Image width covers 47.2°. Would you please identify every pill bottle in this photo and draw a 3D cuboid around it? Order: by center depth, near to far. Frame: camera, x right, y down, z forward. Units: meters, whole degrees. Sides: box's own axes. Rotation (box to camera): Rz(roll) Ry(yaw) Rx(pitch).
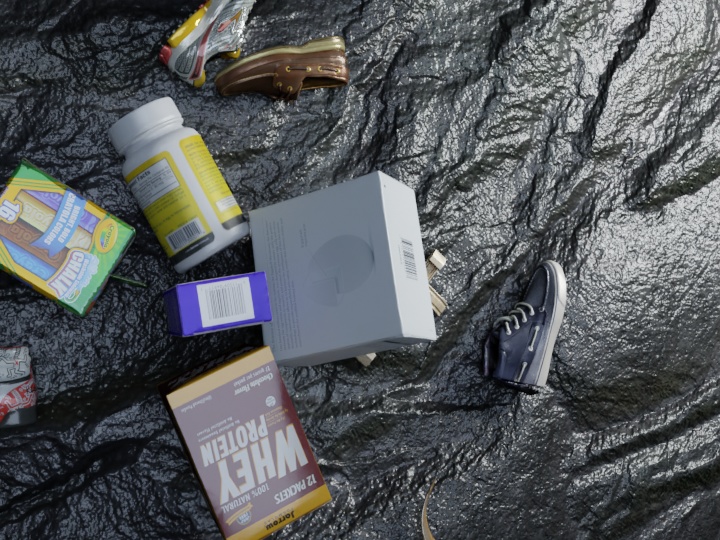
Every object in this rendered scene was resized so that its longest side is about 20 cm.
[{"bbox_3d":[-0.236,-0.111,1.067,0.113,0.114,0.203,-30,95,-17],"label":"pill bottle"}]

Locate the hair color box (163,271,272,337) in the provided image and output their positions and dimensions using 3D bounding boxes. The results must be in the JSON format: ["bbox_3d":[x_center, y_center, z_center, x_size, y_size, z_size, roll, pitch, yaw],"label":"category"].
[{"bbox_3d":[-0.183,0.044,1.028,0.107,0.199,0.067,-9,91,-17],"label":"hair color box"}]

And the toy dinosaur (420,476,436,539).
[{"bbox_3d":[0.105,0.414,1.181,0.106,0.060,0.203,-37,104,-41],"label":"toy dinosaur"}]

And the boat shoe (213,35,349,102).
[{"bbox_3d":[-0.104,-0.270,1.141,0.196,0.072,0.069,-18,90,-20],"label":"boat shoe"}]

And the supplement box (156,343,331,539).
[{"bbox_3d":[-0.152,0.210,1.027,0.131,0.200,0.201,-24,94,-17],"label":"supplement box"}]

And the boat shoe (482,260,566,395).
[{"bbox_3d":[0.242,0.078,1.225,0.091,0.074,0.205,14,83,-24],"label":"boat shoe"}]

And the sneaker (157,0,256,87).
[{"bbox_3d":[-0.183,-0.334,1.125,0.082,0.078,0.200,44,84,-14],"label":"sneaker"}]

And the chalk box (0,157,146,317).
[{"bbox_3d":[-0.357,-0.022,1.017,0.198,0.125,0.126,34,77,-11],"label":"chalk box"}]

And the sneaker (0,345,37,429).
[{"bbox_3d":[-0.497,0.142,0.993,0.196,0.067,0.111,-5,87,-21],"label":"sneaker"}]

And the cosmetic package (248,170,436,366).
[{"bbox_3d":[-0.024,0.006,1.059,0.196,0.122,0.205,-13,78,24],"label":"cosmetic package"}]

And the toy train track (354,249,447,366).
[{"bbox_3d":[0.061,0.053,1.193,0.114,0.032,0.201,41,77,-11],"label":"toy train track"}]
